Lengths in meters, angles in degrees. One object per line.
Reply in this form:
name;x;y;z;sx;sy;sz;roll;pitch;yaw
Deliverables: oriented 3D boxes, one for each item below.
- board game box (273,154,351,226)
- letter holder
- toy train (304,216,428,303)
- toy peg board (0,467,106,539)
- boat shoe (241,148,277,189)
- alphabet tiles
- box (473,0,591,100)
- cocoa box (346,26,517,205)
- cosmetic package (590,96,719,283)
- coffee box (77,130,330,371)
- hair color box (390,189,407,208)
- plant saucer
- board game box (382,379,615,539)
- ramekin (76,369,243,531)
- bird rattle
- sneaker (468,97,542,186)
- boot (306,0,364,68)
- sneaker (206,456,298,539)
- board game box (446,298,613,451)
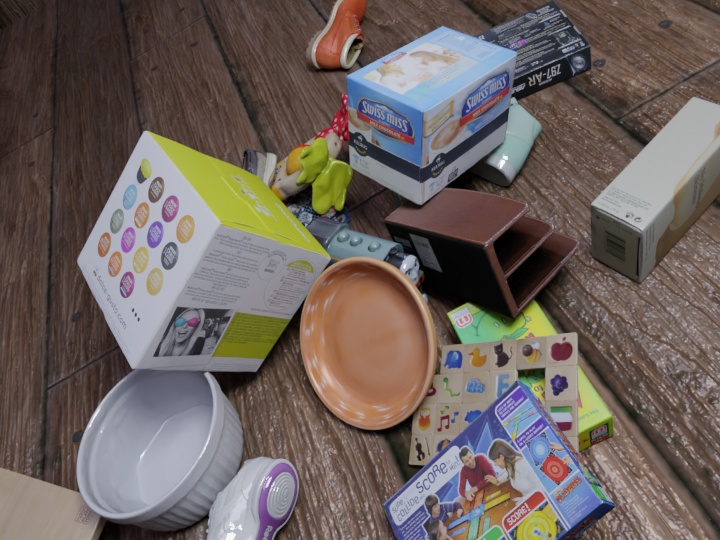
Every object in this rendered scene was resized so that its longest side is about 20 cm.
board game box;-0.118;-0.105;1.003;0.134;0.035;0.200;-37;47;-5
letter holder;0.149;-0.049;0.742;0.141;0.102;0.199;-39;29;-17
toy train;0.000;0.000;0.801;0.197;0.116;0.085;19;52;36
toy peg board;-0.424;0.377;0.748;0.194;0.099;0.204;10;58;13
boat shoe;-0.178;-0.122;0.961;0.063;0.073;0.203;16;47;-12
alphabet tiles;0.135;0.157;0.635;0.197;0.007;0.172;-13;60;41
box;0.264;-0.361;1.014;0.196;0.044;0.163;-22;48;9
cocoa box;0.093;-0.209;0.785;0.132;0.133;0.199;33;54;31
cosmetic package;0.365;-0.096;0.716;0.200;0.106;0.071;-44;50;-10
coffee box;-0.196;-0.015;0.756;0.200;0.198;0.200;45;107;33
hair color box;0.064;-0.175;0.925;0.059;0.101;0.203;-18;48;9
plant saucer;0.010;0.086;0.725;0.196;0.037;0.207;3;94;36
board game box;0.121;0.225;0.577;0.200;0.034;0.136;-46;44;16
ramekin;-0.240;0.223;0.755;0.195;0.106;0.204;-14;50;16
bird rattle;-0.073;-0.187;0.961;0.160;0.113;0.204;-20;42;32
sneaker;0.179;-0.218;0.920;0.199;0.074;0.119;34;79;30
boot;-0.021;-0.498;1.248;0.105;0.075;0.203;17;71;32
sneaker;-0.141;0.309;0.677;0.098;0.075;0.203;-4;50;46
board game box;0.184;0.111;0.677;0.100;0.048;0.202;-26;47;4
